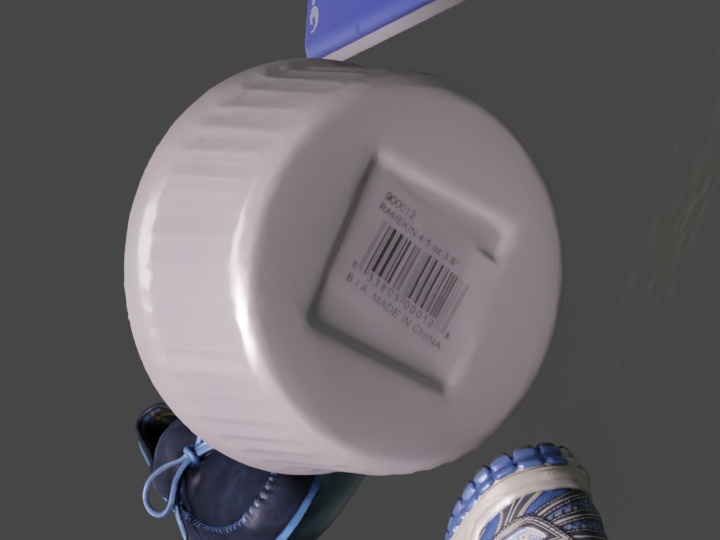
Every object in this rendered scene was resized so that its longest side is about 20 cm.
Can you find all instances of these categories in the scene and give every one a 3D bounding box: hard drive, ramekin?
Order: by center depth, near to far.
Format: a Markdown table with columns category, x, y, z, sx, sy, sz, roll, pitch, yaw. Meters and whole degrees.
| category | x | y | z | sx | sy | sz | roll | pitch | yaw |
| --- | --- | --- | --- | --- | --- | --- | --- | --- | --- |
| ramekin | 0.000 | 0.000 | 0.871 | 0.098 | 0.199 | 0.202 | 5 | 88 | 60 |
| hard drive | 0.020 | -0.203 | 1.090 | 0.200 | 0.025 | 0.133 | 167 | 108 | -66 |

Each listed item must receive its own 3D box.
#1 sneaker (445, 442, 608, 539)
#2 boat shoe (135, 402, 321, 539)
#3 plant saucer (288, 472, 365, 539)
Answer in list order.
| category | x | y | z | sx | sy | sz | roll | pitch | yaw |
| --- | --- | --- | --- | --- | --- | --- | --- | --- | --- |
| sneaker | 0.057 | 0.179 | 0.834 | 0.085 | 0.077 | 0.201 | 55 | 134 | 52 |
| boat shoe | -0.084 | 0.110 | 0.990 | 0.084 | 0.069 | 0.200 | -52 | 16 | -16 |
| plant saucer | -0.025 | 0.082 | 1.044 | 0.200 | 0.027 | 0.201 | -51 | 21 | 28 |
